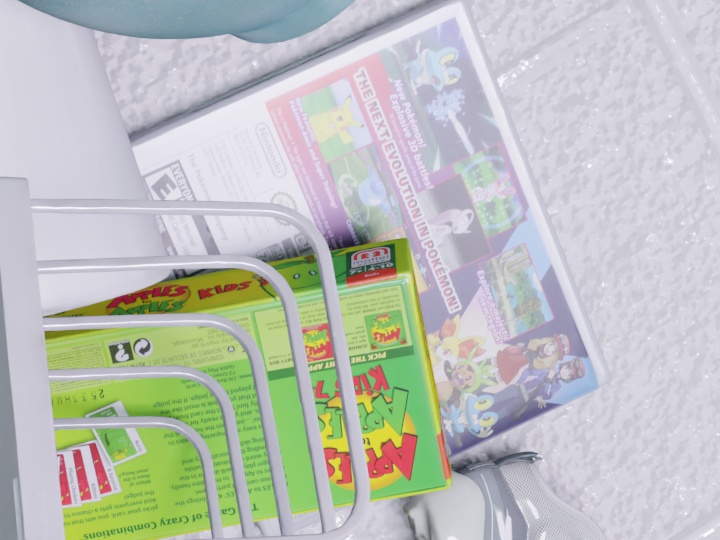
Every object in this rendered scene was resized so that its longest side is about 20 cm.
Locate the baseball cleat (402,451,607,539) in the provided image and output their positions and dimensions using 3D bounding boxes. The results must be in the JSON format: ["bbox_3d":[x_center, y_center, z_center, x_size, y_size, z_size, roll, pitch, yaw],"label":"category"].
[{"bbox_3d":[0.083,0.186,1.043,0.106,0.070,0.201,-14,106,-9],"label":"baseball cleat"}]

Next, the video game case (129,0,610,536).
[{"bbox_3d":[0.000,0.000,1.006,0.181,0.023,0.201,-24,106,-6],"label":"video game case"}]

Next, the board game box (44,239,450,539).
[{"bbox_3d":[-0.068,0.058,0.958,0.199,0.048,0.102,-10,110,3],"label":"board game box"}]

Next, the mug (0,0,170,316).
[{"bbox_3d":[-0.176,-0.055,0.886,0.186,0.149,0.154,-17,100,-45],"label":"mug"}]

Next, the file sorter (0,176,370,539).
[{"bbox_3d":[-0.086,0.075,0.804,0.124,0.200,0.139,-1,63,-19],"label":"file sorter"}]

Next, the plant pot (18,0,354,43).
[{"bbox_3d":[-0.057,-0.168,0.831,0.134,0.200,0.201,33,95,-39],"label":"plant pot"}]
